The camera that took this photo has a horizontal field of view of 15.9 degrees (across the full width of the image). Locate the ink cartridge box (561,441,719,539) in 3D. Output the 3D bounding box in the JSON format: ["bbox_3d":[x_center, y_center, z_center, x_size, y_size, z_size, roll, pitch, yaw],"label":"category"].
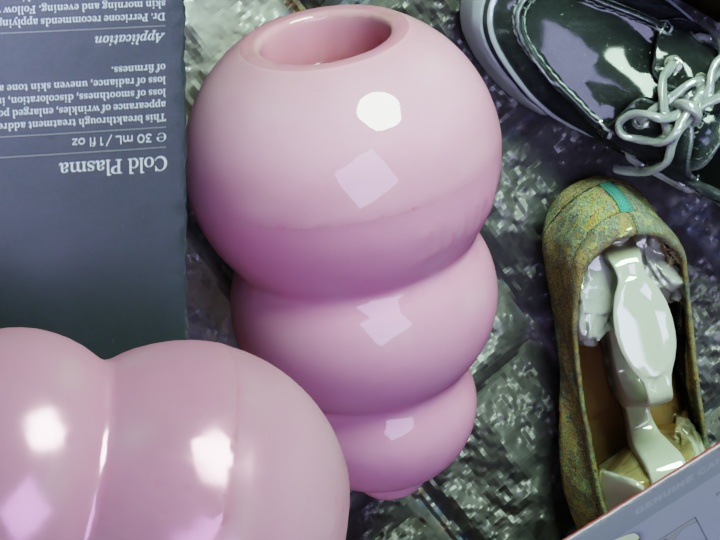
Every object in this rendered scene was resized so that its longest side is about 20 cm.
[{"bbox_3d":[0.095,0.136,1.066,0.200,0.044,0.174,-32,142,1],"label":"ink cartridge box"}]

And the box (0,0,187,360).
[{"bbox_3d":[-0.170,-0.033,0.955,0.200,0.104,0.182,-4,106,-17],"label":"box"}]

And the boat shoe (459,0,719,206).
[{"bbox_3d":[0.131,-0.067,1.065,0.199,0.068,0.074,36,91,-23],"label":"boat shoe"}]

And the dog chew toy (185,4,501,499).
[{"bbox_3d":[0.000,0.000,1.016,0.124,0.125,0.200,-16,116,-14],"label":"dog chew toy"}]

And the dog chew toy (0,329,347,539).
[{"bbox_3d":[-0.109,0.076,0.883,0.200,0.125,0.125,12,101,-13],"label":"dog chew toy"}]

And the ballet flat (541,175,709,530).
[{"bbox_3d":[0.119,0.059,1.097,0.071,0.071,0.200,-16,109,-14],"label":"ballet flat"}]

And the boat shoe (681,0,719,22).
[{"bbox_3d":[0.171,-0.131,1.063,0.200,0.074,0.066,27,92,-33],"label":"boat shoe"}]
